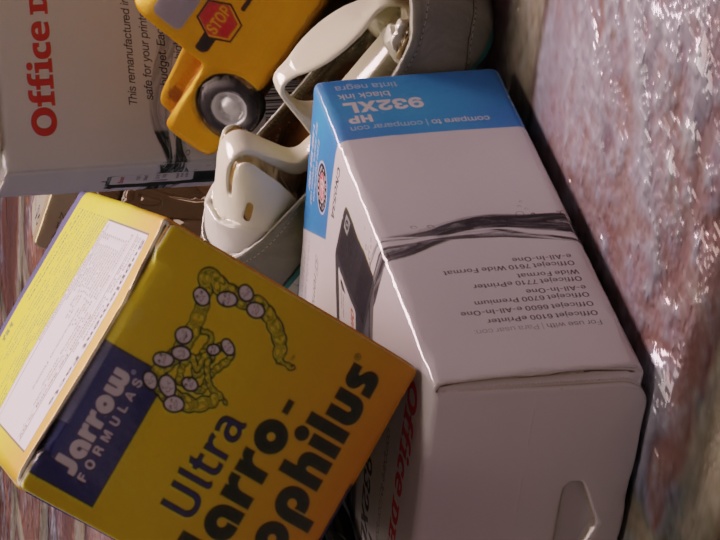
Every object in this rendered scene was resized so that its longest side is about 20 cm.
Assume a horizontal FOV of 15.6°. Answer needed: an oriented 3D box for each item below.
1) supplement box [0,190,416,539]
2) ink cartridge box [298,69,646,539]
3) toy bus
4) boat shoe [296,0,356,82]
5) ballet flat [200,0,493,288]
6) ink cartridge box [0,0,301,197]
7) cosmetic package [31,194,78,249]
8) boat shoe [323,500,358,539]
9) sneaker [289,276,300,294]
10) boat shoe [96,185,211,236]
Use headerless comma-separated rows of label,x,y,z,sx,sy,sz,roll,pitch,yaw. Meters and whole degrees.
supplement box,-0.073,0.046,1.009,0.109,0.109,0.200,-60,15,-3
ink cartridge box,0.036,0.035,1.043,0.200,0.084,0.145,-110,21,-50
toy bus,-0.034,-0.144,1.134,0.200,0.078,0.065,-52,3,36
boat shoe,0.006,-0.173,1.187,0.072,0.072,0.200,-59,-23,-54
ballet flat,-0.025,-0.058,1.126,0.200,0.064,0.067,-47,42,21
ink cartridge box,-0.086,-0.116,1.271,0.083,0.200,0.147,146,120,-75
cosmetic package,-0.100,-0.100,1.418,0.073,0.103,0.200,-108,36,-68
boat shoe,-0.021,0.152,1.026,0.057,0.069,0.200,55,-168,-38
sneaker,0.000,0.000,1.221,0.078,0.090,0.200,-87,20,-60
boat shoe,-0.082,-0.049,1.354,0.200,0.065,0.071,44,122,9
